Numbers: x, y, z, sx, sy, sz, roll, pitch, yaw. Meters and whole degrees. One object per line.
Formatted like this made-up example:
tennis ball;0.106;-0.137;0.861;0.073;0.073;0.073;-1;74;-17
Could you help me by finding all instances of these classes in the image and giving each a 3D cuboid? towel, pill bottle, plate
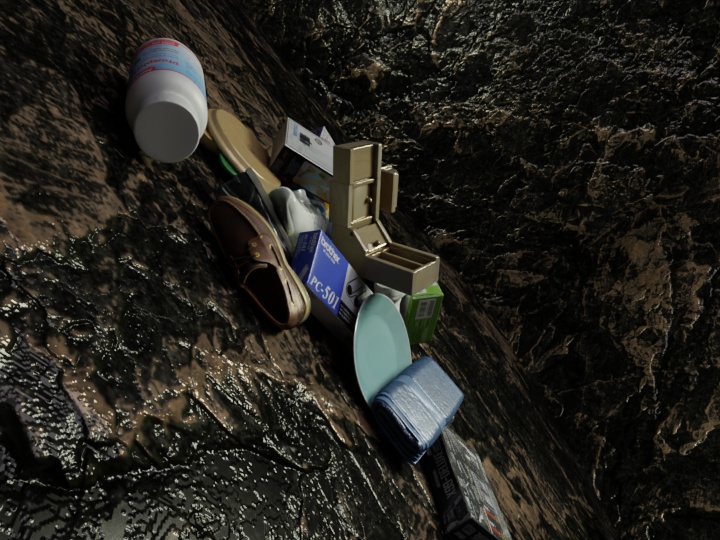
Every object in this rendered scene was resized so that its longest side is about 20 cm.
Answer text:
towel;0.091;0.214;0.907;0.112;0.049;0.199;50;30;10
pill bottle;-0.267;-0.235;0.786;0.109;0.108;0.202;42;17;-39
plate;0.031;0.140;0.926;0.199;0.025;0.206;30;55;-54

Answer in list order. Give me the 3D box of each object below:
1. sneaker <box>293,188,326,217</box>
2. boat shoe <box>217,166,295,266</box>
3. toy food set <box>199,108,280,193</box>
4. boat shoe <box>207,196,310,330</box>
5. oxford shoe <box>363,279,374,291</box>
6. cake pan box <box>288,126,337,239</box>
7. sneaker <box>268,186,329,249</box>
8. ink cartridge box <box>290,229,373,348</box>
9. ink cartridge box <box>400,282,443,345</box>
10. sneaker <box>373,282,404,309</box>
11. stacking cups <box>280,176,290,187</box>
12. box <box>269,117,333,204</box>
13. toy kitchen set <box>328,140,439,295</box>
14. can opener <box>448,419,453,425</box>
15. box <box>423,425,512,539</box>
sneaker;-0.110;-0.095;1.090;0.200;0.074;0.083;13;65;-78
boat shoe;-0.146;-0.049;0.862;0.204;0.067;0.072;64;-14;-14
toy food set;-0.215;-0.205;1.027;0.200;0.048;0.200;55;12;2
boat shoe;-0.137;-0.011;0.751;0.202;0.071;0.068;56;11;0
oxford shoe;-0.034;0.041;1.046;0.070;0.073;0.200;24;10;13
cake pan box;-0.072;-0.184;1.254;0.186;0.051;0.204;56;34;-39
sneaker;-0.098;-0.084;0.924;0.071;0.079;0.201;56;-9;20
ink cartridge box;-0.040;0.035;0.891;0.201;0.043;0.096;50;44;-46
ink cartridge box;0.105;0.044;1.293;0.202;0.074;0.151;-112;-157;-45
sneaker;0.057;0.068;1.129;0.071;0.119;0.200;11;8;7
stacking cups;-0.130;-0.182;1.243;0.061;0.060;0.199;58;14;24
box;-0.076;-0.198;1.109;0.197;0.060;0.118;30;32;-23
toy kitchen set;0.064;-0.101;0.944;0.177;0.206;0.161;19;28;36
can opener;0.099;0.223;1.026;0.201;0.052;0.067;51;14;-11
box;0.171;0.358;0.936;0.158;0.049;0.202;46;16;-32
